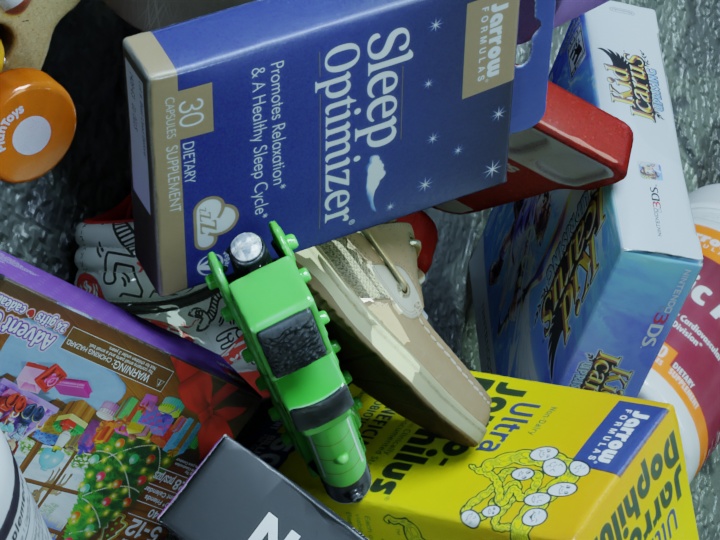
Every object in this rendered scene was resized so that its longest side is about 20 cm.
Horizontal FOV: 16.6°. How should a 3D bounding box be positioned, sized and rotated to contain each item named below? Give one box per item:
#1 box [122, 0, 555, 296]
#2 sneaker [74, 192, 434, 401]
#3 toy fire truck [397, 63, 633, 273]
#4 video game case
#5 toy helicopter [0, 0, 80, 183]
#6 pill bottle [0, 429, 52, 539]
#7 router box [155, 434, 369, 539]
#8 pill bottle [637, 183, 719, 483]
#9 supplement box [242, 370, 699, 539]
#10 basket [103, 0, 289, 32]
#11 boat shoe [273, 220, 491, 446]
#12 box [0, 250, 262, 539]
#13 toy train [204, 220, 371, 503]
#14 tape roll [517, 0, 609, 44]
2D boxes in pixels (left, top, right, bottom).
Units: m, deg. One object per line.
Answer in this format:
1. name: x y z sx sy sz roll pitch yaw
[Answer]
1. box: 0.000 -0.070 1.024 0.199 0.032 0.122 -20 138 -20
2. sneaker: -0.047 0.003 1.166 0.201 0.067 0.109 -12 99 -38
3. toy fire truck: 0.009 -0.082 1.161 0.199 0.168 0.113 27 67 -27
4. video game case: 0.109 -0.004 1.258 0.182 0.045 0.201 -95 -162 -44
5. toy helicopter: -0.160 -0.137 0.980 0.132 0.079 0.201 10 111 -43
6. pill bottle: -0.172 0.109 0.917 0.112 0.111 0.201 -59 148 -35
7. router box: 0.010 0.155 1.072 0.051 0.200 0.149 -53 172 -7
8. pill bottle: 0.184 0.041 1.449 0.200 0.114 0.115 -47 125 -42
9. supplement box: 0.049 0.123 1.192 0.109 0.199 0.110 -47 134 -42
10. basket: -0.031 -0.194 0.997 0.179 0.136 0.201 3 126 -27
11. boat shoe: 0.000 0.000 1.112 0.200 0.071 0.065 47 72 -23
12. box: -0.147 0.071 1.026 0.200 0.039 0.137 28 100 -49
13. toy train: -0.024 0.046 1.071 0.057 0.042 0.200 61 -5 30
14. tape roll: 0.056 -0.206 1.118 0.065 0.200 0.201 -27 113 -25
